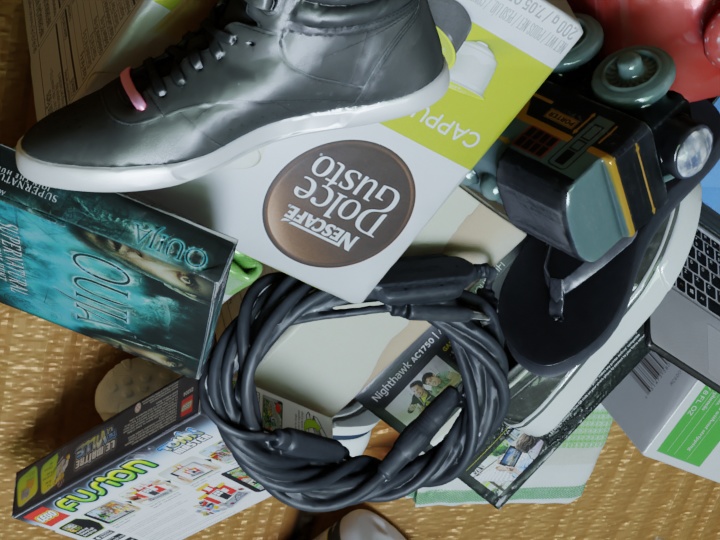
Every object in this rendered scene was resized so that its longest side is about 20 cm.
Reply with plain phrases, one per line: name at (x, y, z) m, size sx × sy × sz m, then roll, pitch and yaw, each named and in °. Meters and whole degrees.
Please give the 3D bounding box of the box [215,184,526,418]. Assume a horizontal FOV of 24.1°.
box at (0.000, 0.000, 1.073) m, size 0.078 × 0.095 × 0.200 m, roll 32°, pitch 114°, yaw -34°

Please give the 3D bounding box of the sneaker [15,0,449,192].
sneaker at (-0.061, -0.102, 0.733) m, size 0.199 × 0.071 × 0.100 m, roll -16°, pitch 128°, yaw -9°

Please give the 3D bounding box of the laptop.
laptop at (0.288, -0.014, 1.109) m, size 0.187 × 0.201 × 0.116 m, roll 30°, pitch 138°, yaw -28°

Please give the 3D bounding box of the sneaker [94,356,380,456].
sneaker at (-0.086, 0.109, 1.150) m, size 0.199 × 0.077 × 0.081 m, roll 8°, pitch 135°, yaw -20°

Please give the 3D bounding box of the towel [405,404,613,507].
towel at (0.120, 0.088, 1.224) m, size 0.148 × 0.031 × 0.201 m, roll 1°, pitch 124°, yaw -20°

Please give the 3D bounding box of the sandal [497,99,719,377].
sandal at (0.144, -0.030, 1.013) m, size 0.201 × 0.076 × 0.043 m, roll -57°, pitch 149°, yaw -11°

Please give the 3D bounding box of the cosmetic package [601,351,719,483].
cosmetic package at (0.278, 0.094, 1.220) m, size 0.199 × 0.085 × 0.108 m, roll 21°, pitch 110°, yaw -34°

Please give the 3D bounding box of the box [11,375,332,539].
box at (-0.123, 0.128, 1.088) m, size 0.110 × 0.035 × 0.199 m, roll 27°, pitch 138°, yaw -36°

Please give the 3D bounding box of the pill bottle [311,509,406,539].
pill bottle at (-0.045, 0.279, 1.266) m, size 0.200 × 0.115 × 0.114 m, roll -38°, pitch 128°, yaw 15°

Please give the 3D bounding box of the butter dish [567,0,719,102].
butter dish at (0.193, -0.167, 0.963) m, size 0.199 × 0.148 × 0.200 m, roll -15°, pitch 129°, yaw -4°

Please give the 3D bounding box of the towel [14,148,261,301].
towel at (-0.148, -0.018, 0.955) m, size 0.149 × 0.031 × 0.200 m, roll 26°, pitch 161°, yaw -17°

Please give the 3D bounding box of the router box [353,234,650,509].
router box at (0.105, 0.043, 1.132) m, size 0.149 × 0.051 × 0.200 m, roll 39°, pitch 99°, yaw -27°

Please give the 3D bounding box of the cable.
cable at (-0.004, 0.069, 1.017) m, size 0.199 × 0.051 × 0.164 m, roll -8°, pitch 118°, yaw -23°

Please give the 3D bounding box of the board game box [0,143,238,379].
board game box at (-0.136, 0.000, 0.875) m, size 0.135 × 0.028 × 0.200 m, roll 22°, pitch 162°, yaw -1°

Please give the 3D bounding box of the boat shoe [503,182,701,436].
boat shoe at (0.138, 0.014, 1.059) m, size 0.063 × 0.071 × 0.201 m, roll 26°, pitch 104°, yaw -26°

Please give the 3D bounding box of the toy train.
toy train at (0.096, -0.084, 0.934) m, size 0.114 × 0.200 × 0.085 m, roll -41°, pitch 136°, yaw -19°

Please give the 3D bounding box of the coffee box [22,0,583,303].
coffee box at (-0.041, -0.141, 0.879) m, size 0.199 × 0.201 × 0.198 m, roll 25°, pitch 117°, yaw -31°
